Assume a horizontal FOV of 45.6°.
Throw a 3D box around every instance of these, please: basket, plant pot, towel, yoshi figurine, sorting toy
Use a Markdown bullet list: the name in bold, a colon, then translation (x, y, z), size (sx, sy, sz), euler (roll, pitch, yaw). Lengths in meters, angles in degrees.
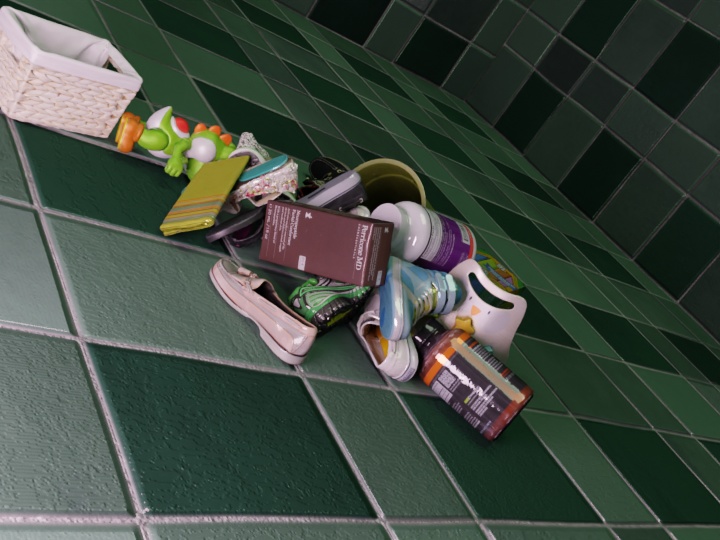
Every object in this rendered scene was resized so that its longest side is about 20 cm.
- **basket**: translation (-0.470, -0.302, 1.338), size (0.136, 0.123, 0.200), euler (47, 23, 29)
- **plant pot**: translation (0.070, -0.095, 1.684), size (0.200, 0.200, 0.190), euler (47, 10, 27)
- **towel**: translation (-0.234, -0.118, 1.317), size (0.200, 0.086, 0.018), euler (-73, 151, -53)
- **yoshi figurine**: translation (-0.306, -0.193, 1.431), size (0.200, 0.112, 0.113), euler (12, 66, -24)
- **sorting toy**: translation (0.179, 0.082, 1.437), size (0.200, 0.180, 0.107), euler (38, 21, 7)

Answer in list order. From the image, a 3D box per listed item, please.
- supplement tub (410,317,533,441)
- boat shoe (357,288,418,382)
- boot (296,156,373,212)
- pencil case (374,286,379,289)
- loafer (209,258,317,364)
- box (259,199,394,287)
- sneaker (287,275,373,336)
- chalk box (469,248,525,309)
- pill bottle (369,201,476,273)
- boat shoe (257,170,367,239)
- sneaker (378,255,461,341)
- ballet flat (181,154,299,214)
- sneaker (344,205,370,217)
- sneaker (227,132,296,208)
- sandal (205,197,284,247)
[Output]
- **supplement tub**: translation (0.166, 0.164, 1.344), size (0.200, 0.107, 0.107), euler (42, 22, 14)
- **boat shoe**: translation (0.030, 0.091, 1.354), size (0.070, 0.071, 0.200), euler (26, 29, -30)
- **boot**: translation (-0.075, -0.176, 1.754), size (0.154, 0.074, 0.204), euler (4, 36, -50)
- **pencil case**: translation (0.000, 0.000, 1.478), size (0.200, 0.086, 0.083), euler (26, 66, -23)
- **loafer**: translation (-0.132, 0.043, 1.203), size (0.200, 0.063, 0.072), euler (45, 23, 24)
- **box**: translation (-0.055, -0.044, 1.330), size (0.200, 0.100, 0.075), euler (13, 9, 28)
- **sneaker**: translation (-0.041, 0.035, 1.342), size (0.085, 0.078, 0.200), euler (40, 22, 14)
- **chalk box**: translation (0.210, 0.047, 1.641), size (0.124, 0.125, 0.200), euler (42, 23, 17)
- **pill bottle**: translation (0.104, -0.052, 1.481), size (0.200, 0.113, 0.113), euler (18, 27, -45)
- **boat shoe**: translation (-0.078, -0.097, 1.447), size (0.057, 0.200, 0.069), euler (60, -3, -19)
- **sneaker**: translation (0.097, 0.048, 1.320), size (0.130, 0.080, 0.200), euler (13, 31, -7)
- **ballet flat**: translation (-0.189, -0.125, 1.373), size (0.076, 0.200, 0.064), euler (-85, 156, -54)
- **sneaker**: translation (-0.052, -0.085, 1.525), size (0.081, 0.075, 0.200), euler (10, -3, -32)
- **sneaker**: translation (-0.158, -0.163, 1.481), size (0.200, 0.077, 0.089), euler (59, 27, -49)
- **sandal**: translation (-0.172, -0.072, 1.377), size (0.200, 0.075, 0.048), euler (-36, 107, -59)
